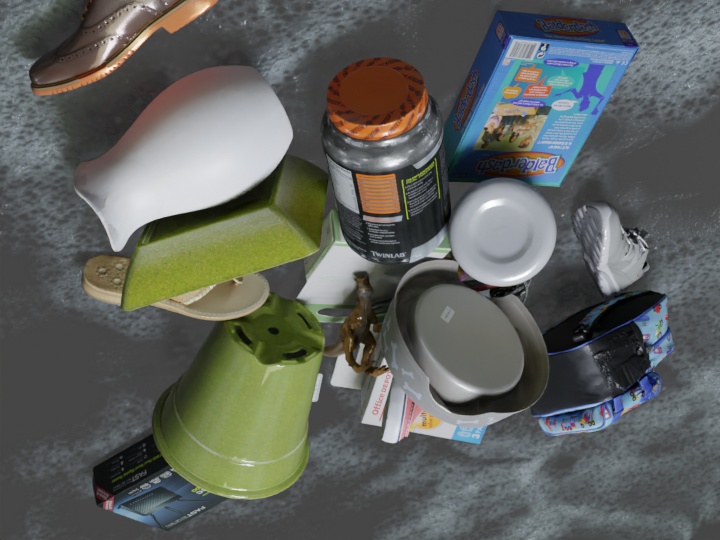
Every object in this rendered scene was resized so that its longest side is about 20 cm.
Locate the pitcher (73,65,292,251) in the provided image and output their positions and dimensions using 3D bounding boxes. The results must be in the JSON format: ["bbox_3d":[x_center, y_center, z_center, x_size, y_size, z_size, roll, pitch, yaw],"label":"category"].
[{"bbox_3d":[-0.177,-0.114,1.076,0.200,0.172,0.121,-33,117,-12],"label":"pitcher"}]

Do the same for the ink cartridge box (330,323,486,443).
[{"bbox_3d":[0.069,0.141,1.421,0.199,0.068,0.115,11,124,-8],"label":"ink cartridge box"}]

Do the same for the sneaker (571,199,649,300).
[{"bbox_3d":[0.315,-0.039,1.398,0.082,0.075,0.200,-28,152,3],"label":"sneaker"}]

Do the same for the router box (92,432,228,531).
[{"bbox_3d":[-0.244,0.277,1.555,0.200,0.062,0.150,-30,143,19],"label":"router box"}]

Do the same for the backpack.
[{"bbox_3d":[0.318,0.111,1.471,0.200,0.135,0.182,-26,180,-33],"label":"backpack"}]

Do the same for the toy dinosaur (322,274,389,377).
[{"bbox_3d":[-0.009,0.080,1.355,0.060,0.106,0.200,-5,149,-30],"label":"toy dinosaur"}]

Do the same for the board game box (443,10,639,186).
[{"bbox_3d":[0.179,-0.175,1.190,0.152,0.045,0.200,1,138,-22],"label":"board game box"}]

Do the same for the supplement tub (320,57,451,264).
[{"bbox_3d":[0.027,-0.109,1.148,0.122,0.123,0.200,-15,141,-3],"label":"supplement tub"}]

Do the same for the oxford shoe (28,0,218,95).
[{"bbox_3d":[-0.214,-0.223,0.978,0.200,0.071,0.073,-31,120,10],"label":"oxford shoe"}]

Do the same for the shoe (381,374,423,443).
[{"bbox_3d":[0.082,0.127,1.291,0.091,0.200,0.072,15,125,2],"label":"shoe"}]

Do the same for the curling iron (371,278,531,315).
[{"bbox_3d":[0.106,0.034,1.352,0.199,0.026,0.050,-9,124,2],"label":"curling iron"}]

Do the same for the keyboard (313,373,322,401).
[{"bbox_3d":[-0.150,0.164,1.503,0.199,0.011,0.056,-4,140,-17],"label":"keyboard"}]

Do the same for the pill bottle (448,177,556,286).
[{"bbox_3d":[0.156,-0.038,1.239,0.112,0.112,0.200,-23,176,7],"label":"pill bottle"}]

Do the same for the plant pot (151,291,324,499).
[{"bbox_3d":[-0.126,0.132,1.336,0.200,0.200,0.190,5,131,-26],"label":"plant pot"}]

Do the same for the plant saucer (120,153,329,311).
[{"bbox_3d":[-0.136,-0.051,1.113,0.199,0.200,0.048,-17,115,9],"label":"plant saucer"}]

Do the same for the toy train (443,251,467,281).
[{"bbox_3d":[0.140,0.025,1.410,0.150,0.056,0.200,-9,141,-10],"label":"toy train"}]

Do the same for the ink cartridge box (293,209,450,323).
[{"bbox_3d":[0.000,0.000,1.335,0.145,0.048,0.200,3,153,-23],"label":"ink cartridge box"}]

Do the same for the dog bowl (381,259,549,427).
[{"bbox_3d":[0.112,0.085,1.260,0.200,0.200,0.059,9,140,-29],"label":"dog bowl"}]

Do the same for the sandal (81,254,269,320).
[{"bbox_3d":[-0.194,0.002,1.236,0.211,0.078,0.070,5,143,-18],"label":"sandal"}]
